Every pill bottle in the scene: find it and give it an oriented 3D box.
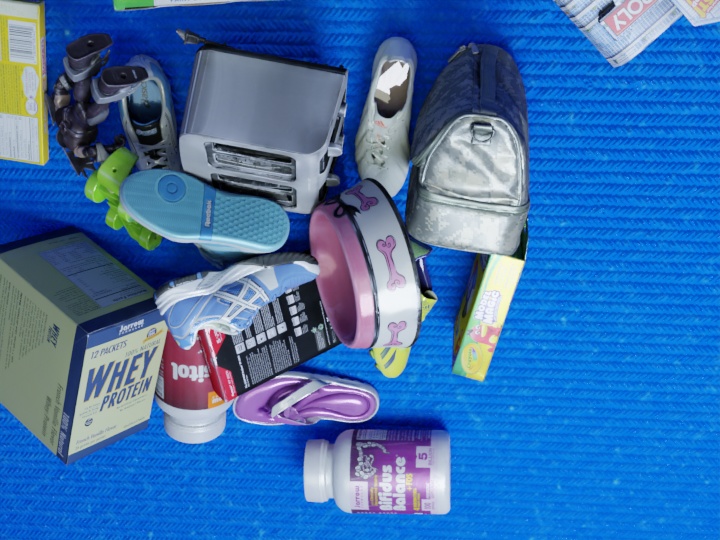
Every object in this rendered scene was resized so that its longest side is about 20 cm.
[{"bbox_3d":[-0.216,0.119,1.428,0.111,0.113,0.203,6,119,2],"label":"pill bottle"},{"bbox_3d":[0.024,0.274,1.486,0.196,0.113,0.114,-1,118,6],"label":"pill bottle"}]

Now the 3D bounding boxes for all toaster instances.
[{"bbox_3d":[-0.113,-0.160,1.227,0.196,0.121,0.181,10,161,0],"label":"toaster"}]

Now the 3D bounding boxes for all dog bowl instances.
[{"bbox_3d":[0.000,0.000,1.265,0.073,0.200,0.203,-14,119,-16],"label":"dog bowl"}]

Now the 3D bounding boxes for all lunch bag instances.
[{"bbox_3d":[0.126,-0.141,1.212,0.137,0.201,0.170,11,124,0],"label":"lunch bag"}]

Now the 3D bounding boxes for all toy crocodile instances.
[{"bbox_3d":[-0.275,-0.081,1.313,0.067,0.062,0.201,29,162,16],"label":"toy crocodile"}]

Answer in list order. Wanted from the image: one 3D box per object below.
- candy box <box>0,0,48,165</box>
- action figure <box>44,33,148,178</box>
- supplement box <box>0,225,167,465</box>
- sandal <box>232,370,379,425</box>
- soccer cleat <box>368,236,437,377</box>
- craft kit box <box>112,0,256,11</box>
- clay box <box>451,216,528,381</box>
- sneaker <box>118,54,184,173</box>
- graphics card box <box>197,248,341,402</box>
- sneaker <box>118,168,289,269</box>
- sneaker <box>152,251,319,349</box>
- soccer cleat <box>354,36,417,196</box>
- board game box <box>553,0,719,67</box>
[{"bbox_3d":[-0.428,-0.230,1.313,0.100,0.027,0.203,10,118,4],"label":"candy box"},{"bbox_3d":[-0.314,-0.189,1.267,0.131,0.069,0.200,56,146,4],"label":"action figure"},{"bbox_3d":[-0.363,0.089,1.365,0.199,0.133,0.202,33,123,27],"label":"supplement box"},{"bbox_3d":[-0.072,0.179,1.465,0.199,0.050,0.084,-2,117,-6],"label":"sandal"},{"bbox_3d":[0.056,0.053,1.389,0.082,0.065,0.203,11,117,19],"label":"soccer cleat"},{"bbox_3d":[-0.140,-0.320,1.139,0.194,0.201,0.049,0,117,5],"label":"craft kit box"},{"bbox_3d":[0.159,0.019,1.337,0.047,0.115,0.203,13,118,-1],"label":"clay box"},{"bbox_3d":[-0.250,-0.155,1.310,0.071,0.073,0.203,-7,118,6],"label":"sneaker"},{"bbox_3d":[-0.107,0.063,1.363,0.198,0.051,0.127,-26,119,-23],"label":"graphics card box"},{"bbox_3d":[-0.193,-0.052,1.277,0.197,0.081,0.130,17,162,-17],"label":"sneaker"},{"bbox_3d":[-0.138,0.031,1.270,0.197,0.076,0.078,-18,84,-16],"label":"sneaker"},{"bbox_3d":[0.029,-0.170,1.271,0.068,0.078,0.203,7,119,1],"label":"soccer cleat"},{"bbox_3d":[0.318,-0.318,1.175,0.199,0.062,0.200,42,114,-15],"label":"board game box"}]
